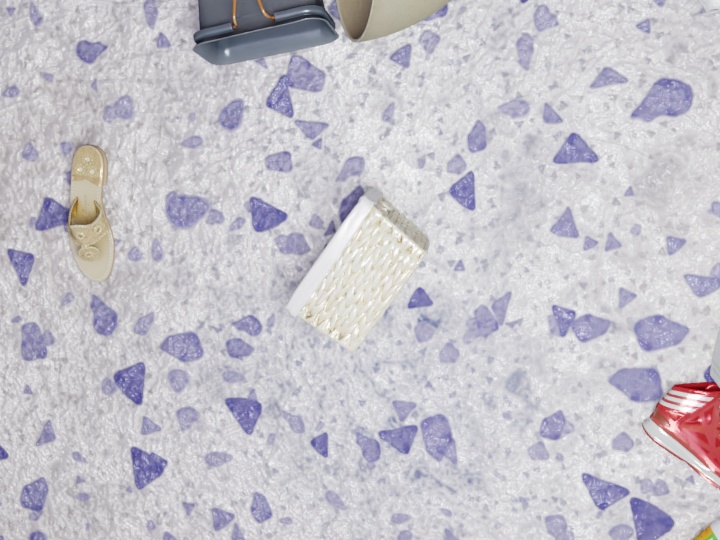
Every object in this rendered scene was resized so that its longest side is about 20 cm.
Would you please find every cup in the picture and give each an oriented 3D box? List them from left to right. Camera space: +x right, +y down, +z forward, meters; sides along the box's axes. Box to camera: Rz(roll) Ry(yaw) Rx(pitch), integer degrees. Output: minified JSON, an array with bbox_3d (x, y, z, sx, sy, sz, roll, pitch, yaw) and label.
[{"bbox_3d":[0.055,-0.411,1.204,0.140,0.200,0.205,-5,99,-16],"label":"cup"}]

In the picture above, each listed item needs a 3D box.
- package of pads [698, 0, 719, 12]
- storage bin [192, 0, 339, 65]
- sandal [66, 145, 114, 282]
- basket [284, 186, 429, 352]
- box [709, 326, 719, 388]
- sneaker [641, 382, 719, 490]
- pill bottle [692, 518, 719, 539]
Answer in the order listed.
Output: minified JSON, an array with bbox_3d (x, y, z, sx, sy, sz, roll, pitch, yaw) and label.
[{"bbox_3d":[0.499,-0.453,1.165,0.198,0.068,0.156,-34,91,14],"label":"package of pads"},{"bbox_3d":[-0.144,-0.386,1.262,0.196,0.145,0.137,-10,87,11],"label":"storage bin"},{"bbox_3d":[-0.429,-0.083,1.389,0.076,0.070,0.217,4,100,9],"label":"sandal"},{"bbox_3d":[0.000,0.000,1.296,0.123,0.136,0.201,37,103,-2],"label":"basket"},{"bbox_3d":[0.577,0.087,1.170,0.168,0.199,0.204,12,101,8],"label":"box"},{"bbox_3d":[0.510,0.235,1.270,0.198,0.078,0.117,32,104,2],"label":"sneaker"},{"bbox_3d":[0.515,0.428,1.282,0.111,0.111,0.200,43,103,1],"label":"pill bottle"}]
